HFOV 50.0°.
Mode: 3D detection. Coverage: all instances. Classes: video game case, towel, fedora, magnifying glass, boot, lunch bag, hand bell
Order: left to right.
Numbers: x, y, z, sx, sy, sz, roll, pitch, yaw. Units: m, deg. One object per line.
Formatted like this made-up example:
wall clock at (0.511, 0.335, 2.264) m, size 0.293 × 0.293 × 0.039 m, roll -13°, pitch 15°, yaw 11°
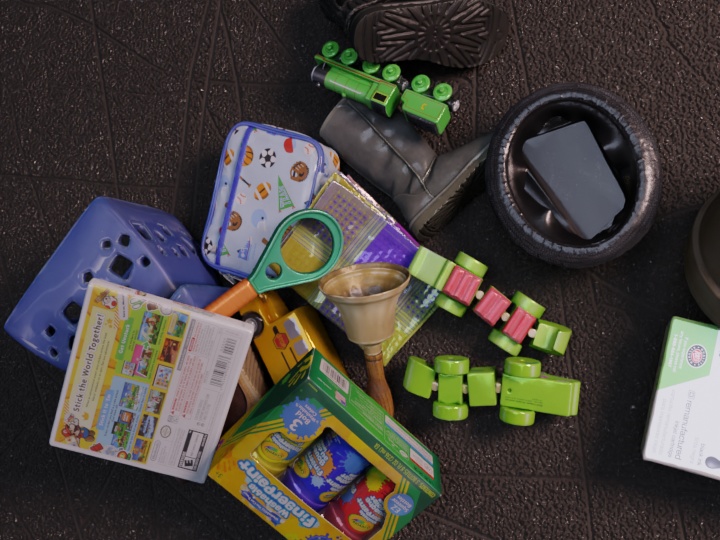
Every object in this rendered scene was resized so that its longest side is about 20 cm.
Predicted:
video game case at (-0.231, 0.126, 0.852) m, size 0.179 × 0.023 × 0.203 m, roll 17°, pitch 107°, yaw -11°
boot at (-0.190, 0.162, 0.928) m, size 0.164 × 0.073 × 0.202 m, roll -20°, pitch 112°, yaw 10°
lunch bag at (-0.119, -0.077, 0.970) m, size 0.158 × 0.075 × 0.203 m, roll 18°, pitch 95°, yaw 19°
magnifying glass at (-0.105, 0.005, 0.868) m, size 0.199 × 0.022 × 0.080 m, roll -36°, pitch 110°, yaw -6°
towel at (0.000, 0.000, 0.912) m, size 0.200 × 0.023 × 0.144 m, roll 43°, pitch 95°, yaw -5°
hand bell at (0.014, 0.103, 0.884) m, size 0.102 × 0.104 × 0.203 m, roll 1°, pitch 111°, yaw 19°
boot at (0.062, -0.317, 0.947) m, size 0.159 × 0.208 × 0.080 m, roll -116°, pitch 29°, yaw -51°
boot at (0.067, -0.161, 0.937) m, size 0.181 × 0.072 × 0.201 m, roll -40°, pitch 65°, yaw 8°
fedora at (0.233, -0.098, 0.849) m, size 0.197 × 0.091 × 0.204 m, roll -3°, pitch 81°, yaw 19°

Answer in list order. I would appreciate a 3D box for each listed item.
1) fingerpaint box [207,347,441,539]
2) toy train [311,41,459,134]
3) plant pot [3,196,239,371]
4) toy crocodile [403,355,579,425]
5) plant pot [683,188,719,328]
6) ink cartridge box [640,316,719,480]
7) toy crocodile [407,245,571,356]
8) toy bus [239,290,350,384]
fingerpaint box at (-0.037, 0.216, 0.849) m, size 0.200 × 0.074 × 0.167 m, roll 43°, pitch 107°, yaw -13°
toy train at (0.024, -0.215, 0.913) m, size 0.198 × 0.042 × 0.057 m, roll 27°, pitch 80°, yaw 24°
plant pot at (-0.272, 0.049, 0.954) m, size 0.179 × 0.200 × 0.201 m, roll 40°, pitch 95°, yaw 12°
toy crocodile at (0.143, 0.129, 0.862) m, size 0.197 × 0.062 × 0.069 m, roll 2°, pitch 95°, yaw 17°
plant pot at (0.412, -0.049, 0.701) m, size 0.196 × 0.175 × 0.203 m, roll -5°, pitch 54°, yaw 7°
ink cartridge box at (0.393, 0.141, 0.763) m, size 0.197 × 0.084 × 0.148 m, roll 12°, pitch 86°, yaw 20°
toy crocodile at (0.143, 0.036, 0.869) m, size 0.199 × 0.062 × 0.068 m, roll 34°, pitch 93°, yaw 8°
toy bus at (-0.069, 0.112, 0.923) m, size 0.078 × 0.065 × 0.202 m, roll -29°, pitch 83°, yaw 14°
